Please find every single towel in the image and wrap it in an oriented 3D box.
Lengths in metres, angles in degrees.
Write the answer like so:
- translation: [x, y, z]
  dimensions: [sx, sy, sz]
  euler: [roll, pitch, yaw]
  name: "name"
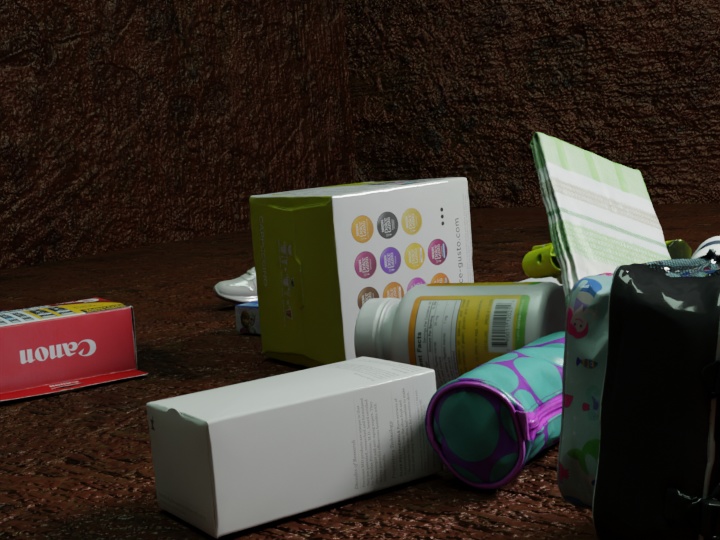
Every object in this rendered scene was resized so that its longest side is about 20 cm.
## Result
- translation: [0.228, -0.027, 1.032]
  dimensions: [0.147, 0.203, 0.031]
  euler: [17, -42, -30]
  name: "towel"

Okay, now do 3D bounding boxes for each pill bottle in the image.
- translation: [0.098, 0.068, 1.078]
  dimensions: [0.197, 0.113, 0.111]
  euler: [-1, 8, 29]
  name: "pill bottle"

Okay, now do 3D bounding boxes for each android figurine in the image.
- translation: [0.264, -0.008, 1.219]
  dimensions: [0.179, 0.042, 0.199]
  euler: [4, -7, -22]
  name: "android figurine"

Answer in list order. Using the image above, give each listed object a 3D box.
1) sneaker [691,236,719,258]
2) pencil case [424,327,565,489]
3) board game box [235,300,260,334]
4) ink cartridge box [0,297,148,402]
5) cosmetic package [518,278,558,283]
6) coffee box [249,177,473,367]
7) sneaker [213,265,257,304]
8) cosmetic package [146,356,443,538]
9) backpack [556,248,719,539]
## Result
- translation: [0.399, 0.042, 1.051]
  dimensions: [0.198, 0.077, 0.080]
  euler: [27, 17, 11]
  name: "sneaker"
- translation: [0.133, 0.104, 0.878]
  dimensions: [0.091, 0.087, 0.199]
  euler: [-8, 4, 35]
  name: "pencil case"
- translation: [-0.040, 0.056, 1.576]
  dimensions: [0.198, 0.042, 0.198]
  euler: [2, 9, 42]
  name: "board game box"
- translation: [-0.377, 0.092, 1.344]
  dimensions: [0.197, 0.086, 0.174]
  euler: [-9, 8, -34]
  name: "ink cartridge box"
- translation: [0.293, 0.033, 1.495]
  dimensions: [0.149, 0.053, 0.199]
  euler: [-3, 7, 38]
  name: "cosmetic package"
- translation: [0.000, 0.000, 1.335]
  dimensions: [0.195, 0.204, 0.199]
  euler: [-10, 9, -33]
  name: "coffee box"
- translation: [-0.150, 0.003, 1.849]
  dimensions: [0.196, 0.102, 0.075]
  euler: [-9, 10, -21]
  name: "sneaker"
- translation: [-0.047, 0.124, 0.837]
  dimensions: [0.197, 0.087, 0.107]
  euler: [-10, 8, -32]
  name: "cosmetic package"
- translation: [0.216, 0.076, 0.668]
  dimensions: [0.197, 0.181, 0.149]
  euler: [-5, 11, -37]
  name: "backpack"
